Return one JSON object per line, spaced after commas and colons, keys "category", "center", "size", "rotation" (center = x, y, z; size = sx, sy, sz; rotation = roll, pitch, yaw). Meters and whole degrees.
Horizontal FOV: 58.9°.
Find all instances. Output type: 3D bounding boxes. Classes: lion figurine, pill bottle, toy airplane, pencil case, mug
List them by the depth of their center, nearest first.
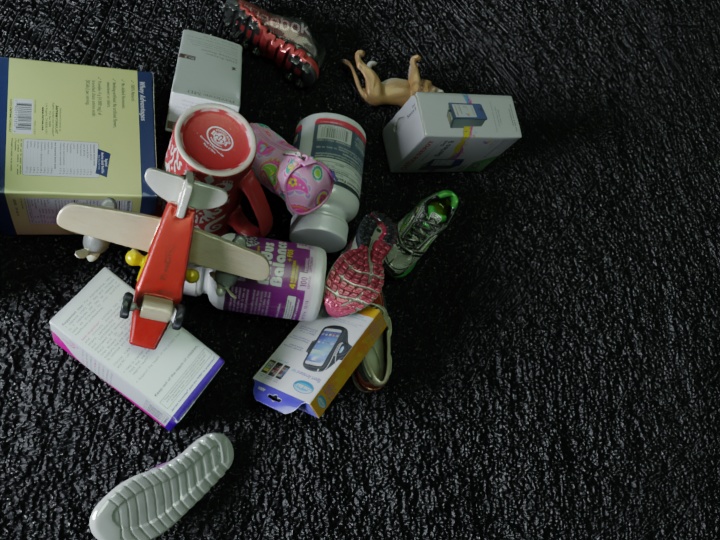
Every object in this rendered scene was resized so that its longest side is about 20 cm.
{"category": "toy airplane", "center": [-0.240, -0.030, 0.796], "size": [0.199, 0.141, 0.201], "rotation": [-33, 101, -17]}
{"category": "mug", "center": [-0.201, -0.134, 0.915], "size": [0.177, 0.200, 0.134], "rotation": [11, 67, -18]}
{"category": "pill bottle", "center": [-0.155, 0.007, 0.926], "size": [0.199, 0.112, 0.113], "rotation": [8, 68, -10]}
{"category": "pencil case", "center": [-0.119, -0.155, 0.938], "size": [0.087, 0.088, 0.200], "rotation": [-20, 36, -27]}
{"category": "pill bottle", "center": [-0.058, -0.137, 1.021], "size": [0.119, 0.120, 0.201], "rotation": [13, 67, -17]}
{"category": "lion figurine", "center": [0.063, -0.334, 1.181], "size": [0.199, 0.072, 0.123], "rotation": [-1, 84, -8]}

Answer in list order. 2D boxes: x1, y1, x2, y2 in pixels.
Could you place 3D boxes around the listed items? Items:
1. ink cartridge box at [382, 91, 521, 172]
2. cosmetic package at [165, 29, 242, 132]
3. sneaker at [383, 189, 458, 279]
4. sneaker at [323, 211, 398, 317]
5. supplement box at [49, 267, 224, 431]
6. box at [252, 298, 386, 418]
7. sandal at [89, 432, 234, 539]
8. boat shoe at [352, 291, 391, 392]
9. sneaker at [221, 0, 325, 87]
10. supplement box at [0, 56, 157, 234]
{"category": "ink cartridge box", "center": [0.158, -0.241, 1.134], "size": [0.199, 0.145, 0.088], "rotation": [-3, 74, -24]}
{"category": "cosmetic package", "center": [-0.238, -0.286, 0.988], "size": [0.101, 0.074, 0.201], "rotation": [9, 41, -19]}
{"category": "sneaker", "center": [0.094, -0.070, 1.079], "size": [0.078, 0.085, 0.200], "rotation": [40, 62, -5]}
{"category": "sneaker", "center": [0.000, 0.000, 0.974], "size": [0.080, 0.075, 0.200], "rotation": [33, 48, -3]}
{"category": "supplement box", "center": [-0.294, 0.107, 0.843], "size": [0.200, 0.101, 0.104], "rotation": [39, 61, -6]}
{"category": "box", "center": [-0.064, 0.126, 0.926], "size": [0.200, 0.119, 0.042], "rotation": [-52, 135, -27]}
{"category": "sandal", "center": [-0.253, 0.284, 0.829], "size": [0.202, 0.050, 0.083], "rotation": [-25, 96, -41]}
{"category": "boat shoe", "center": [0.016, 0.088, 1.001], "size": [0.071, 0.063, 0.201], "rotation": [5, 68, -18]}
{"category": "sneaker", "center": [-0.144, -0.412, 1.115], "size": [0.200, 0.071, 0.098], "rotation": [35, 62, -9]}
{"category": "supplement box", "center": [-0.391, -0.164, 0.884], "size": [0.199, 0.134, 0.201], "rotation": [-1, 71, -22]}
